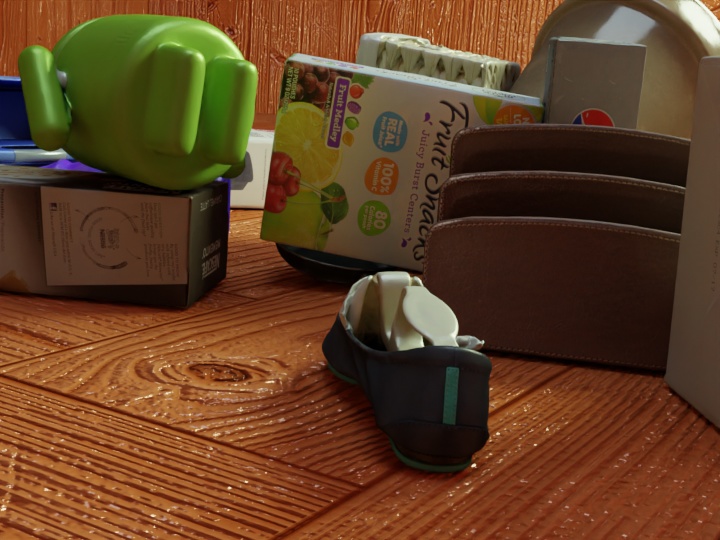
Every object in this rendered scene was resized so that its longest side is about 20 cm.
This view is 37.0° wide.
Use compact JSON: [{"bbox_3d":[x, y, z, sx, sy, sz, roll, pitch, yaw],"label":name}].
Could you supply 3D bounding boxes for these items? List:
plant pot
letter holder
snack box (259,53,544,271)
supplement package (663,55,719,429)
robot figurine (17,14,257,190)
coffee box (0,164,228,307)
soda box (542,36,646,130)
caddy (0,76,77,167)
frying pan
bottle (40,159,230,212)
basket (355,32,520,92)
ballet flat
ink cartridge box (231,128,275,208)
[{"bbox_3d":[0.200,-0.132,0.928,0.199,0.203,0.174,14,39,43],"label":"plant pot"},{"bbox_3d":[0.146,-0.021,0.705,0.197,0.145,0.101,6,11,12],"label":"letter holder"},{"bbox_3d":[0.030,-0.079,0.832,0.197,0.144,0.053,11,17,3],"label":"snack box"},{"bbox_3d":[0.287,-0.009,0.564,0.196,0.195,0.147,2,12,-5],"label":"supplement package"},{"bbox_3d":[-0.154,-0.123,0.770,0.174,0.118,0.199,2,10,-42],"label":"robot figurine"},{"bbox_3d":[-0.207,-0.030,0.801,0.196,0.081,0.114,5,12,7],"label":"coffee box"},{"bbox_3d":[0.166,-0.070,0.808,0.067,0.203,0.063,5,12,4],"label":"soda box"},{"bbox_3d":[-0.325,-0.109,1.012,0.104,0.144,0.198,7,11,43],"label":"caddy"},{"bbox_3d":[0.009,-0.003,0.866,0.188,0.031,0.114,26,25,32],"label":"frying pan"},{"bbox_3d":[-0.214,-0.061,0.944,0.196,0.085,0.065,5,11,3],"label":"bottle"},{"bbox_3d":[0.063,-0.104,0.974,0.122,0.203,0.135,13,14,20],"label":"basket"},{"bbox_3d":[0.023,0.038,0.563,0.072,0.074,0.200,1,11,-12],"label":"ballet flat"},{"bbox_3d":[-0.176,-0.127,1.290,0.197,0.086,0.145,1,11,-18],"label":"ink cartridge box"}]
